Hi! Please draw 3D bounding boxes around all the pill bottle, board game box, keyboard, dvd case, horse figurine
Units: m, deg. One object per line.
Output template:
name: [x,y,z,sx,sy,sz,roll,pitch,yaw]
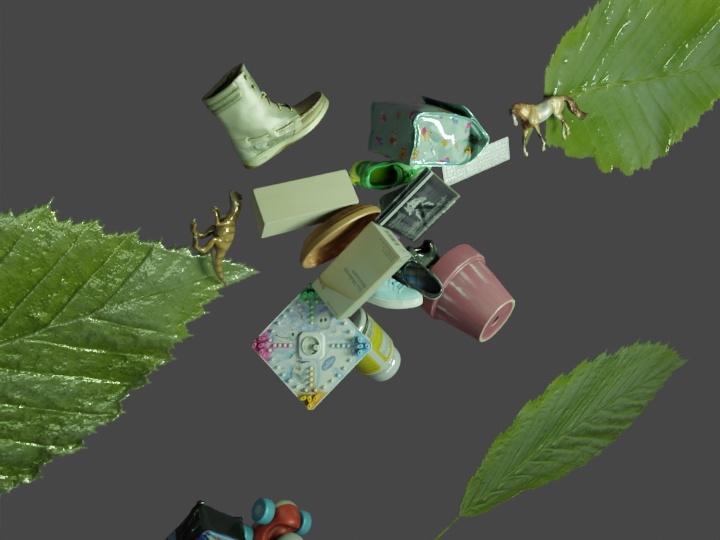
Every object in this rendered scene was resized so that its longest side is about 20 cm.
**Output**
pill bottle: [0.010,0.179,1.277,0.114,0.114,0.200,-44,129,-3]
board game box: [-0.109,0.165,1.165,0.200,0.026,0.200,-45,85,0]
keyboard: [0.278,-0.261,1.269,0.197,0.011,0.057,-25,126,-18]
dvd case: [0.127,-0.135,1.137,0.149,0.016,0.199,-44,155,16]
horse figurine: [0.449,-0.368,1.284,0.197,0.050,0.134,-26,109,-7]

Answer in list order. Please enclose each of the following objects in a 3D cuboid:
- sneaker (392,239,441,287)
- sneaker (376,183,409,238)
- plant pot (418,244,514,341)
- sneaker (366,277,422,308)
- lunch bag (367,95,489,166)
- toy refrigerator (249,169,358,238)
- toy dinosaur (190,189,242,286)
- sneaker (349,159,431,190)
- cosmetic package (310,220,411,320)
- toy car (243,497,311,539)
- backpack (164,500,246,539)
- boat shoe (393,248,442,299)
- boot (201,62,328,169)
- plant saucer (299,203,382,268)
sneaker: [0.108,-0.011,1.269,0.198,0.066,0.092,-31,125,-19]
sneaker: [0.109,-0.135,1.209,0.198,0.073,0.115,-21,144,-27]
plant pot: [0.269,0.067,1.298,0.199,0.179,0.202,-33,147,-25]
sneaker: [0.045,0.029,1.185,0.196,0.074,0.084,11,112,12]
lunch bag: [0.139,-0.280,1.070,0.197,0.170,0.124,-9,117,-28]
toy refrigerator: [-0.111,-0.131,1.047,0.197,0.077,0.070,-17,165,-23]
toy dinosaur: [-0.272,-0.052,1.013,0.105,0.060,0.203,6,112,-35]
sneaker: [0.075,-0.204,1.128,0.197,0.083,0.075,-17,123,-24]
cosmetic package: [0.000,0.000,1.130,0.200,0.104,0.073,-46,166,19]
toy car: [-0.209,0.734,1.388,0.177,0.200,0.184,-49,129,1]
backpack: [-0.394,0.696,1.298,0.200,0.135,0.183,-43,128,0]
boat shoe: [0.105,-0.003,1.199,0.199,0.066,0.070,40,88,2]
boot: [-0.163,-0.298,0.941,0.199,0.072,0.156,-38,126,-8]
plant saucer: [-0.045,-0.076,1.093,0.198,0.038,0.200,-33,170,-6]
